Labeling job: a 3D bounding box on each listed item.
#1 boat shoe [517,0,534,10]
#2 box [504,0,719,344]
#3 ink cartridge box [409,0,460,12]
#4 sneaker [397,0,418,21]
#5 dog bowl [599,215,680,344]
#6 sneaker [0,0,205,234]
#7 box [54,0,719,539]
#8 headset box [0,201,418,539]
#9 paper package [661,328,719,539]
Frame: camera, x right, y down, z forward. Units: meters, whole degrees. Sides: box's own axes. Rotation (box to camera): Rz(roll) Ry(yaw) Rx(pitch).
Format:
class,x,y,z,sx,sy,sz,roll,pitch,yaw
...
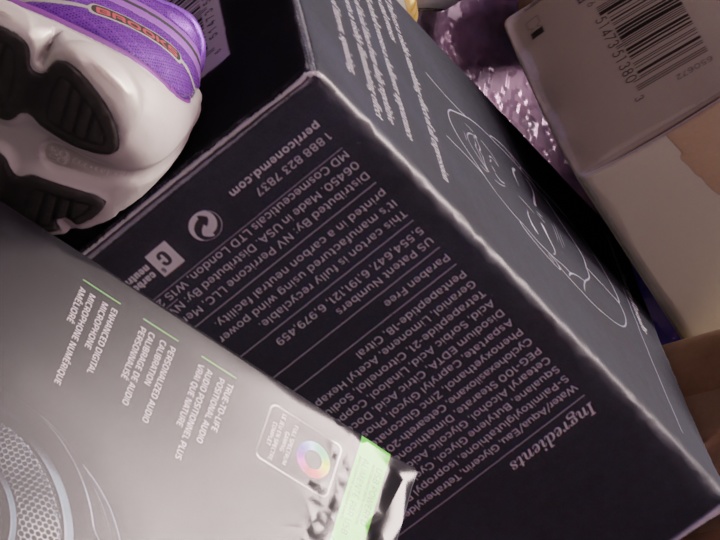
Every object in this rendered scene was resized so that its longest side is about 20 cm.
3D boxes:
class,x,y,z,sx,sy,sz,roll,pitch,yaw
boat shoe,0.113,-0.148,1.027,0.067,0.074,0.200,54,40,-1
box,0.134,-0.014,0.856,0.200,0.077,0.095,52,12,-42
ink cartridge box,0.051,-0.223,0.849,0.197,0.199,0.043,60,19,6
sneaker,-0.064,-0.123,0.823,0.200,0.075,0.088,48,64,-25
dog bowl,0.187,-0.032,1.053,0.199,0.078,0.202,21,61,-43
sneaker,-0.134,-0.078,0.667,0.199,0.081,0.084,28,37,2
box,0.000,0.000,0.764,0.200,0.107,0.149,44,17,-28
headset box,-0.095,0.091,0.627,0.199,0.093,0.175,35,48,-18
paper package,0.136,0.121,0.853,0.200,0.190,0.104,41,49,-30
